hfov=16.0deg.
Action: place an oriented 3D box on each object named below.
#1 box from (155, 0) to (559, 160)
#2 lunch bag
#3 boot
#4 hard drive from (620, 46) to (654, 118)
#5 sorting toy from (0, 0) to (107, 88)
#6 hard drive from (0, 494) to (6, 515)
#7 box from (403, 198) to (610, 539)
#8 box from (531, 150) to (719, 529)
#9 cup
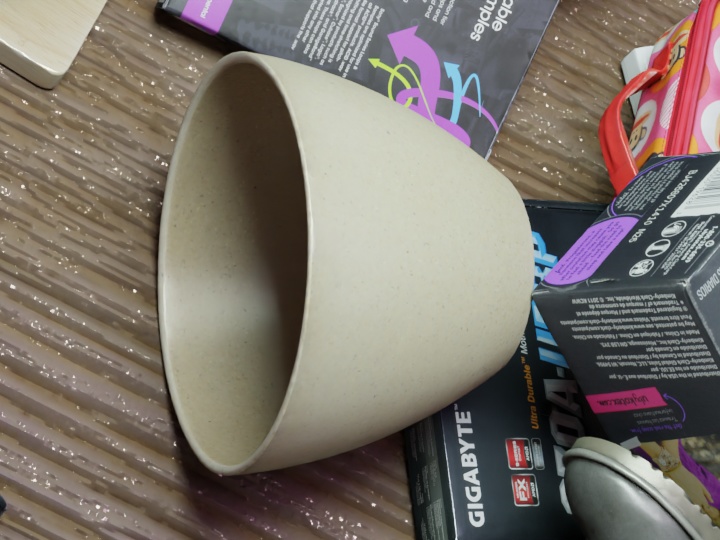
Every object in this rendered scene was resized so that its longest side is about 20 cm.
[{"bbox_3d":[0.009,-0.163,1.383,0.199,0.036,0.144,26,91,-13],"label":"box"},{"bbox_3d":[0.209,-0.052,1.404,0.175,0.082,0.201,28,55,-19],"label":"lunch bag"},{"bbox_3d":[0.107,0.205,1.213,0.200,0.073,0.182,-43,92,-20],"label":"boot"},{"bbox_3d":[0.233,-0.035,1.480,0.131,0.027,0.201,-4,70,-28],"label":"hard drive"},{"bbox_3d":[-0.193,-0.233,1.332,0.199,0.070,0.200,32,59,-11],"label":"sorting toy"},{"bbox_3d":[-0.269,0.091,1.172,0.200,0.042,0.135,38,58,-7],"label":"hard drive"},{"bbox_3d":[0.099,0.061,1.361,0.158,0.046,0.202,3,67,-25],"label":"box"},{"bbox_3d":[0.193,0.054,1.256,0.122,0.106,0.201,-45,116,-33],"label":"box"},{"bbox_3d":[0.000,0.000,1.248,0.142,0.200,0.202,3,67,-24],"label":"cup"}]
